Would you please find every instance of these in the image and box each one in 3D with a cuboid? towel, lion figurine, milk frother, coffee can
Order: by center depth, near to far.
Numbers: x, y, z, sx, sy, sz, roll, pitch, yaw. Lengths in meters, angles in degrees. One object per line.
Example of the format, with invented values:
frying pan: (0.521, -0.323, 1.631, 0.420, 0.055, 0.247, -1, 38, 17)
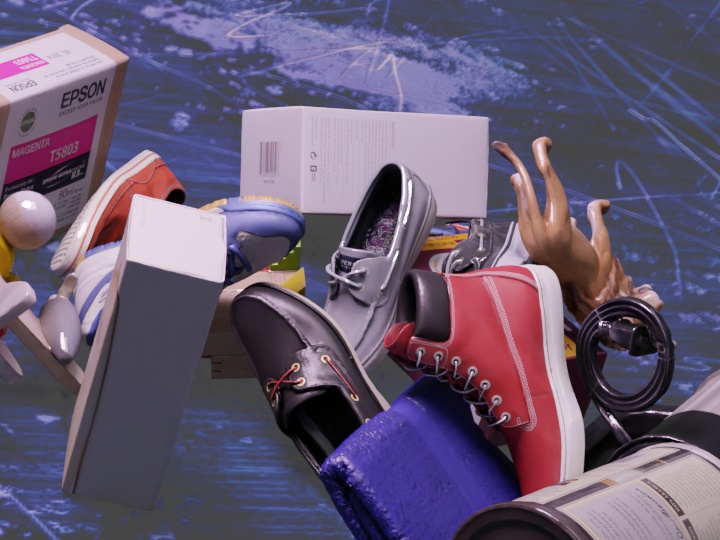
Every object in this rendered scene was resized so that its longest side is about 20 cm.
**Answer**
coffee can: (0.174, 0.213, 1.545, 0.146, 0.147, 0.200, 35, 30, 31)
towel: (0.051, 0.167, 1.621, 0.148, 0.050, 0.200, 54, 30, 1)
milk frother: (0.264, 0.109, 1.746, 0.180, 0.201, 0.188, 25, 27, 23)
lion figurine: (0.170, -0.017, 1.802, 0.200, 0.072, 0.123, 32, 44, -42)

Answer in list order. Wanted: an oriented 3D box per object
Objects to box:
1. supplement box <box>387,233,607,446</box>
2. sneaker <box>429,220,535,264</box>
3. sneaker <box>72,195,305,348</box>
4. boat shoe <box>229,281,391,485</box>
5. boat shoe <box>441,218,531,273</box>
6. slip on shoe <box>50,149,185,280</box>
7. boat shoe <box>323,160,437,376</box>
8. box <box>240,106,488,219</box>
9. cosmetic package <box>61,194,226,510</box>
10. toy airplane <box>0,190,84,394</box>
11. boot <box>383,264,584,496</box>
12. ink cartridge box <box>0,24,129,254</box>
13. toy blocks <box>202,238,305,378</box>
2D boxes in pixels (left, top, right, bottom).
supplement box: (0.098, 0.056, 1.869, 0.110, 0.086, 0.200, -6, 35, -39)
sneaker: (0.083, -0.011, 2.021, 0.200, 0.076, 0.078, 6, 19, -38)
sneaker: (-0.131, 0.010, 1.714, 0.075, 0.200, 0.088, 51, 25, -43)
boat shoe: (-0.036, 0.091, 1.683, 0.202, 0.074, 0.063, 52, 29, 13)
boat shoe: (0.101, 0.009, 1.804, 0.071, 0.072, 0.200, 9, 18, 7)
slip on shoe: (-0.206, -0.043, 1.897, 0.061, 0.074, 0.200, 39, 30, 0)
boat shoe: (0.001, 0.000, 1.823, 0.070, 0.201, 0.072, 8, -25, 33)
box: (0.004, -0.098, 2.044, 0.199, 0.098, 0.124, 1, 1, -29)
cosmetic package: (-0.155, 0.060, 1.580, 0.073, 0.200, 0.104, 13, 26, -9)
toy airplane: (-0.280, -0.004, 1.636, 0.199, 0.200, 0.141, 42, 76, 15)
boot: (0.087, 0.096, 1.646, 0.144, 0.072, 0.201, -2, 76, -28)
ink cartridge box: (-0.292, -0.101, 1.845, 0.075, 0.165, 0.200, 28, 29, 20)
toy blocks: (-0.119, 0.021, 1.815, 0.136, 0.100, 0.200, 0, 39, -7)
